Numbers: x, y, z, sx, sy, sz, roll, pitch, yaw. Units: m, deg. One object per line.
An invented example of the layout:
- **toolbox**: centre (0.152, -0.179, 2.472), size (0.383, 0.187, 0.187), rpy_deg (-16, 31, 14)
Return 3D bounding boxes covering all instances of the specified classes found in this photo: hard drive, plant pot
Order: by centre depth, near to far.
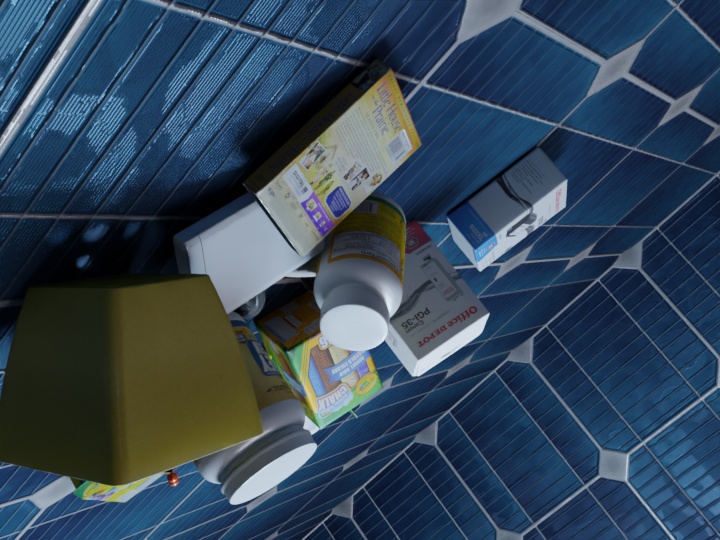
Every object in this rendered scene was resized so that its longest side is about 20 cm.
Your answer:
- **plant pot**: centre (-0.242, 0.095, 0.919), size (0.200, 0.177, 0.200), rpy_deg (0, -174, 35)
- **hard drive**: centre (-0.121, -0.031, 1.027), size (0.200, 0.027, 0.132), rpy_deg (-36, 141, -34)

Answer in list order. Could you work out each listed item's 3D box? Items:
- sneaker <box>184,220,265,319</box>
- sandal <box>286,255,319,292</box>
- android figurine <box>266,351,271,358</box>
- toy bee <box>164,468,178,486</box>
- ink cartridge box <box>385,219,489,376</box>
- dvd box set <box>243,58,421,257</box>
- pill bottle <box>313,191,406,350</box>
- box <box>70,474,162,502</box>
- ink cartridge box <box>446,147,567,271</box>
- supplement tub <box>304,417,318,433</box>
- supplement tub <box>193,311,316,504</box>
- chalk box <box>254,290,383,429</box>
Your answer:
- **sneaker**: centre (-0.166, 0.005, 1.089), size (0.104, 0.060, 0.200), rpy_deg (-30, 152, -34)
- **sandal**: centre (-0.072, -0.007, 1.222), size (0.207, 0.079, 0.059), rpy_deg (2, 139, -50)
- **android figurine**: centre (-0.203, 0.195, 1.342), size (0.200, 0.041, 0.182), rpy_deg (-39, -157, 25)
- **toy bee**: centre (-0.256, 0.233, 1.217), size (0.200, 0.109, 0.131), rpy_deg (-38, 161, 0)
- **ink cartridge box**: centre (0.087, 0.043, 1.420), size (0.146, 0.200, 0.083), rpy_deg (-32, 161, -16)
- **dvd box set**: centre (-0.025, -0.121, 1.000), size (0.200, 0.029, 0.146), rpy_deg (-44, 149, -7)
- **pill bottle**: centre (0.000, 0.000, 1.139), size (0.113, 0.200, 0.113), rpy_deg (3, 134, 3)
- **box**: centre (-0.392, 0.329, 1.472), size (0.117, 0.048, 0.200), rpy_deg (-36, 164, -4)
- **ink cartridge box**: centre (0.260, -0.104, 1.567), size (0.200, 0.084, 0.145), rpy_deg (-37, 161, 0)
- **supplement tub**: centre (-0.105, 0.202, 1.558), size (0.132, 0.132, 0.200), rpy_deg (-30, 161, -22)
- **supplement tub**: centre (-0.158, 0.165, 1.088), size (0.145, 0.200, 0.145), rpy_deg (-32, 161, -13)
- **chalk box**: centre (-0.058, 0.149, 1.382), size (0.124, 0.125, 0.200), rpy_deg (-30, 120, -20)
